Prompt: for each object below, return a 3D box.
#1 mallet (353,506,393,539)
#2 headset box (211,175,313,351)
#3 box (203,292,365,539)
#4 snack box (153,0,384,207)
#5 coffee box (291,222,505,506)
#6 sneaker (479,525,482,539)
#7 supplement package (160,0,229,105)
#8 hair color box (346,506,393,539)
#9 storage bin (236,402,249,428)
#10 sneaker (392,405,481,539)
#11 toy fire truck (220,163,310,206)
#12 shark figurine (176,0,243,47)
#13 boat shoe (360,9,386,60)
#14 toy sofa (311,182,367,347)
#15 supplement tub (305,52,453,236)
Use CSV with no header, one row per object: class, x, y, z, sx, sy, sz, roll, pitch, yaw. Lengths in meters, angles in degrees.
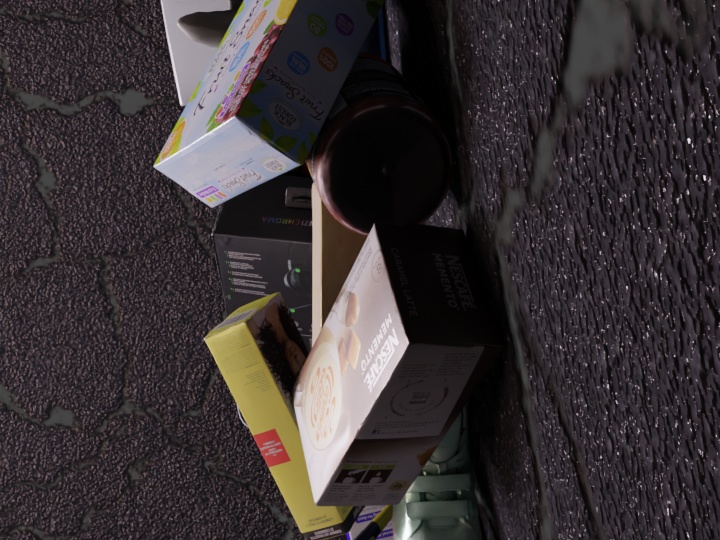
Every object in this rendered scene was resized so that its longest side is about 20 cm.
mallet,0.021,0.250,1.139,0.041,0.200,0.067,12,136,37
headset box,-0.053,-0.003,1.222,0.202,0.171,0.094,85,-167,-48
box,-0.058,0.127,1.017,0.202,0.050,0.075,65,-153,-11
snack box,-0.064,-0.161,0.919,0.168,0.067,0.202,-14,45,60
coffee box,0.021,0.076,0.897,0.201,0.078,0.116,118,147,-42
sneaker,0.043,0.210,1.086,0.077,0.109,0.203,93,164,-65
supplement package,-0.150,-0.316,1.515,0.111,0.196,0.158,-116,16,-65
hair color box,0.037,0.260,1.228,0.201,0.107,0.066,-108,9,-49
storage bin,-0.044,0.149,1.467,0.135,0.197,0.148,67,-173,-63
sneaker,0.060,0.166,0.978,0.119,0.072,0.203,90,174,-56
toy fire truck,-0.063,-0.136,1.250,0.200,0.173,0.131,125,136,-60
shark figurine,-0.094,-0.312,1.347,0.128,0.216,0.089,46,164,-31
boat shoe,-0.017,-0.234,1.066,0.084,0.067,0.204,-123,24,-73
toy sofa,0.000,0.000,1.081,0.098,0.081,0.204,133,137,-79
supplement tub,0.002,-0.110,0.942,0.200,0.105,0.109,-114,14,-64
